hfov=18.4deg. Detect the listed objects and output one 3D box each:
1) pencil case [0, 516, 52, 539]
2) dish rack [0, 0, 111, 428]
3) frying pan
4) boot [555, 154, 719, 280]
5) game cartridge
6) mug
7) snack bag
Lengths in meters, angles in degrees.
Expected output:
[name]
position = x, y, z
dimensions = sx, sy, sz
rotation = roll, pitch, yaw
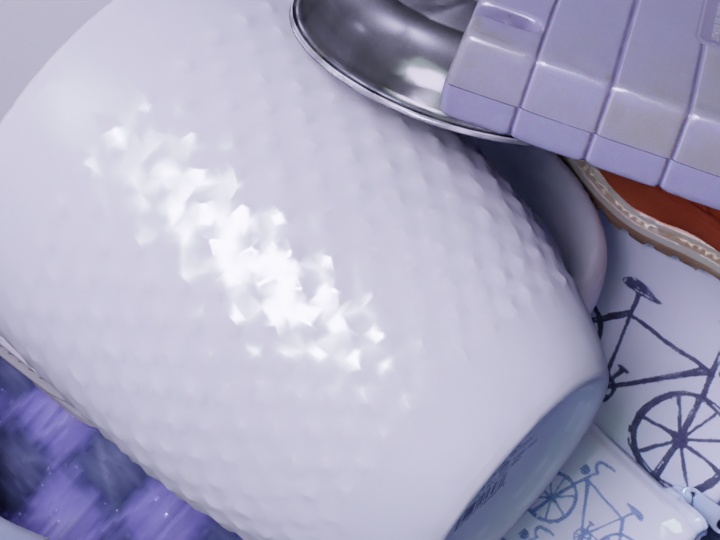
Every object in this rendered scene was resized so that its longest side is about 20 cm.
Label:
[pencil case]
position = -0.109, 0.126, 0.679
dimensions = 0.091, 0.199, 0.083
rotation = -44, 33, 27
[dish rack]
position = -0.128, -0.054, 0.840
dimensions = 0.200, 0.043, 0.172
rotation = 36, 106, 24
[frying pan]
position = 0.063, -0.054, 0.655
dimensions = 0.190, 0.115, 0.031
rotation = 32, 124, 28
[boot]
position = 0.138, -0.039, 0.731
dimensions = 0.075, 0.107, 0.200
rotation = -38, 67, -21
[game cartridge]
position = 0.104, -0.079, 0.651
dimensions = 0.129, 0.200, 0.039
rotation = 23, 124, 1
[mug]
position = 0.000, 0.000, 0.712
dimensions = 0.175, 0.200, 0.148
rotation = 41, 134, 17
[snack bag]
position = 0.053, 0.030, 0.770
dimensions = 0.200, 0.021, 0.189
rotation = -41, 67, -12
